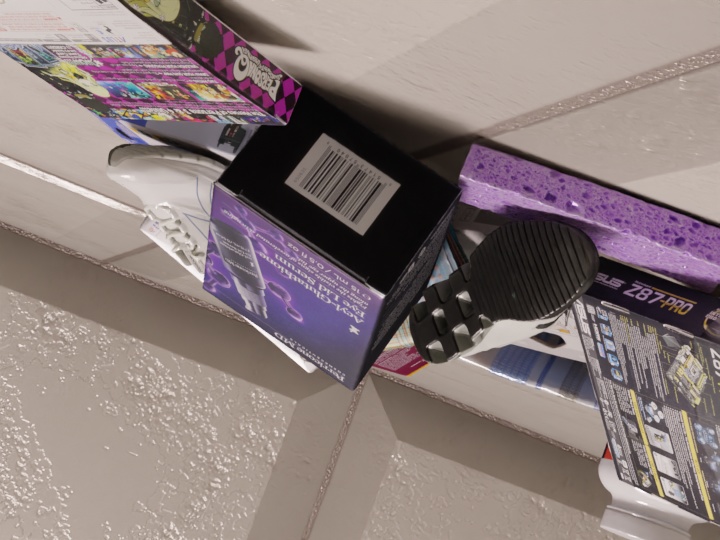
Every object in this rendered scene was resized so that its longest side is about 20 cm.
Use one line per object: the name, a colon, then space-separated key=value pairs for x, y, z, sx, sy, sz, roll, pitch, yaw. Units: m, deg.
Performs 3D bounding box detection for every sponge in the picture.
sponge: x=0.166 y=-0.036 z=1.492 sx=0.199 sy=0.030 sz=0.112 roll=21 pitch=174 yaw=3

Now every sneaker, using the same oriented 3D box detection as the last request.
sneaker: x=-0.131 y=-0.046 z=1.737 sx=0.200 sy=0.088 sz=0.074 roll=26 pitch=172 yaw=-42
sneaker: x=0.122 y=0.009 z=1.538 sx=0.088 sy=0.075 sz=0.200 roll=-8 pitch=168 yaw=-34

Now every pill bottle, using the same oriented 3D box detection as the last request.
pill bottle: x=0.274 y=0.138 z=1.823 sx=0.112 sy=0.201 sz=0.112 roll=20 pitch=173 yaw=3

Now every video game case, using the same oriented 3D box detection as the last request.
video game case: x=-0.165 y=-0.153 z=1.387 sx=0.199 sy=0.036 sz=0.181 roll=6 pitch=158 yaw=46

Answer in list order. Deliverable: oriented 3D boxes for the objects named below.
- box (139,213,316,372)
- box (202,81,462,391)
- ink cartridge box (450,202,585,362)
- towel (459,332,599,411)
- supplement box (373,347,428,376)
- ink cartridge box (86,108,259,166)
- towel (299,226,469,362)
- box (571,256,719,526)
box: x=-0.097 y=-0.015 z=1.878 sx=0.200 sy=0.036 sz=0.145 roll=42 pitch=-155 yaw=-15
box: x=-0.025 y=-0.021 z=1.541 sx=0.148 sy=0.104 sz=0.200 roll=33 pitch=157 yaw=8
ink cartridge box: x=0.120 y=0.002 z=1.693 sx=0.176 sy=0.045 sz=0.200 roll=44 pitch=162 yaw=-32
towel: x=0.179 y=0.066 z=1.970 sx=0.199 sy=0.024 sz=0.147 roll=20 pitch=-147 yaw=11
supplement box: x=0.023 y=0.018 z=1.843 sx=0.111 sy=0.085 sz=0.200 roll=61 pitch=-168 yaw=16
ink cartridge box: x=-0.115 y=-0.105 z=1.747 sx=0.199 sy=0.042 sz=0.119 roll=16 pitch=173 yaw=18
towel: x=0.000 y=0.000 z=1.677 sx=0.199 sy=0.022 sz=0.147 roll=-13 pitch=110 yaw=40
box: x=0.242 y=0.098 z=1.577 sx=0.161 sy=0.049 sz=0.201 roll=23 pitch=142 yaw=46
